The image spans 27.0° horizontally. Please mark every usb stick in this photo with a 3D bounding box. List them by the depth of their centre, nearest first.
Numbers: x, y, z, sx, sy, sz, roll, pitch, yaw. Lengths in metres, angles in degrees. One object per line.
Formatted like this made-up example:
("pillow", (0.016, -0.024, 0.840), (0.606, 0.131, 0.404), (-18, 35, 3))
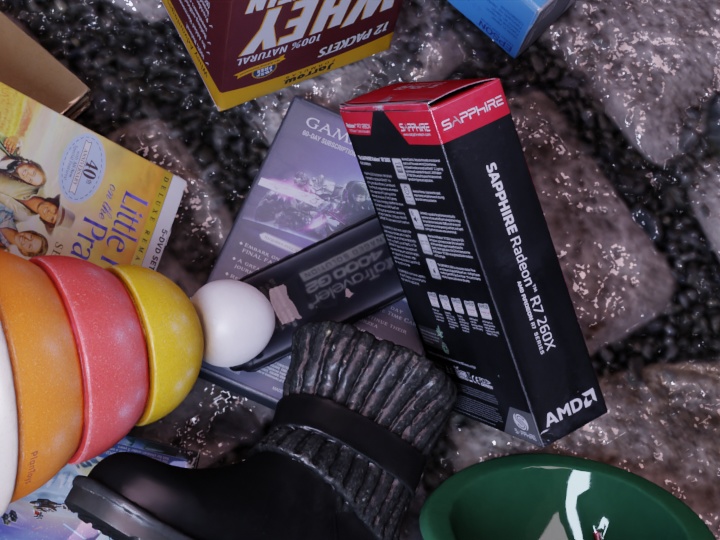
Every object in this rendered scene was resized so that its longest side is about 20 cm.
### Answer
("usb stick", (0.000, 0.000, 0.912), (0.199, 0.033, 0.056), (-26, 82, -20))

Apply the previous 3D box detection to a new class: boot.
("boot", (-0.048, 0.095, 0.813), (0.210, 0.079, 0.159), (28, 73, -36))

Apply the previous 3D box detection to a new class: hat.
("hat", (0.119, 0.228, 0.853), (0.164, 0.178, 0.200), (-8, 24, -23))

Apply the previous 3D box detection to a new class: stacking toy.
("stacking toy", (-0.136, 0.045, 0.808), (0.198, 0.146, 0.147), (-9, 66, -32))

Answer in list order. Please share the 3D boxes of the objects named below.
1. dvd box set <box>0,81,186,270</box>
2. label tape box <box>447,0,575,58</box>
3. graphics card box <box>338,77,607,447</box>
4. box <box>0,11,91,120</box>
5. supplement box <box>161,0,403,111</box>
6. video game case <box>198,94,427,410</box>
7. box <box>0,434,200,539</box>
("dvd box set", (-0.211, -0.032, 0.867), (0.199, 0.029, 0.148), (28, 63, -23))
("label tape box", (0.123, -0.266, 1.056), (0.143, 0.066, 0.200), (41, 63, 9))
("graphics card box", (0.062, -0.008, 0.848), (0.051, 0.125, 0.202), (-24, 104, -20))
("box", (-0.295, -0.120, 0.938), (0.200, 0.021, 0.164), (40, 69, 8))
("supplement box", (-0.065, -0.249, 0.939), (0.132, 0.200, 0.198), (-22, 71, -19))
("video game case", (-0.014, -0.001, 0.937), (0.142, 0.019, 0.201), (23, 63, 1))
("box", (-0.200, 0.146, 0.826), (0.198, 0.040, 0.138), (13, 65, -4))
